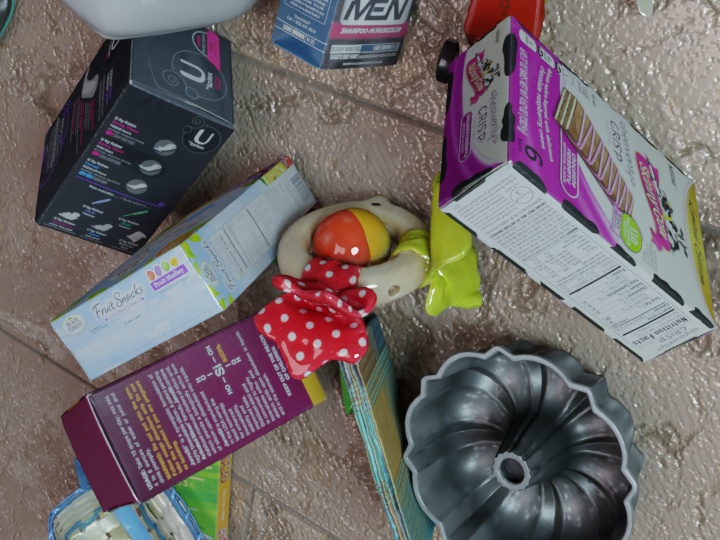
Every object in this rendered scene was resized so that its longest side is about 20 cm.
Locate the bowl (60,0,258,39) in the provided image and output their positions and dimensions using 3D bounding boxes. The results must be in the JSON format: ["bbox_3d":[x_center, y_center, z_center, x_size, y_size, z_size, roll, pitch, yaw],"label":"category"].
[{"bbox_3d":[-0.193,-0.265,0.836,0.200,0.199,0.075,42,129,20],"label":"bowl"}]

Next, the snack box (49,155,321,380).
[{"bbox_3d":[-0.146,-0.006,0.865,0.168,0.200,0.068,-27,105,31],"label":"snack box"}]

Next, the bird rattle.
[{"bbox_3d":[0.000,0.000,0.795,0.163,0.199,0.114,43,154,51],"label":"bird rattle"}]

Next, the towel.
[{"bbox_3d":[0.024,0.147,0.845,0.021,0.147,0.202,-15,95,10],"label":"towel"}]

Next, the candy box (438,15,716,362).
[{"bbox_3d":[0.142,-0.049,0.642,0.199,0.137,0.061,34,134,-28],"label":"candy box"}]

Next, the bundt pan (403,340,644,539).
[{"bbox_3d":[0.137,0.147,0.801,0.200,0.076,0.204,12,111,33],"label":"bundt pan"}]

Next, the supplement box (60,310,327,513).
[{"bbox_3d":[-0.152,0.125,0.904,0.104,0.199,0.131,63,149,2],"label":"supplement box"}]

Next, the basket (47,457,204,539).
[{"bbox_3d":[-0.239,0.279,1.025,0.177,0.138,0.200,53,157,10],"label":"basket"}]

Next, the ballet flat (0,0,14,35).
[{"bbox_3d":[-0.461,-0.257,1.107,0.199,0.068,0.069,-28,87,37],"label":"ballet flat"}]

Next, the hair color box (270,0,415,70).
[{"bbox_3d":[0.007,-0.258,0.754,0.060,0.100,0.202,33,121,29],"label":"hair color box"}]

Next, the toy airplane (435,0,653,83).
[{"bbox_3d":[0.108,-0.223,0.658,0.199,0.142,0.198,37,151,-32],"label":"toy airplane"}]

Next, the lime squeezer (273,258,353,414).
[{"bbox_3d":[-0.038,0.029,0.910,0.201,0.037,0.071,53,134,29],"label":"lime squeezer"}]

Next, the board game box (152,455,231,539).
[{"bbox_3d":[-0.184,0.220,1.083,0.095,0.030,0.202,18,117,29],"label":"board game box"}]

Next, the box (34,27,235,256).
[{"bbox_3d":[-0.208,-0.127,0.917,0.200,0.105,0.123,-43,40,37],"label":"box"}]
